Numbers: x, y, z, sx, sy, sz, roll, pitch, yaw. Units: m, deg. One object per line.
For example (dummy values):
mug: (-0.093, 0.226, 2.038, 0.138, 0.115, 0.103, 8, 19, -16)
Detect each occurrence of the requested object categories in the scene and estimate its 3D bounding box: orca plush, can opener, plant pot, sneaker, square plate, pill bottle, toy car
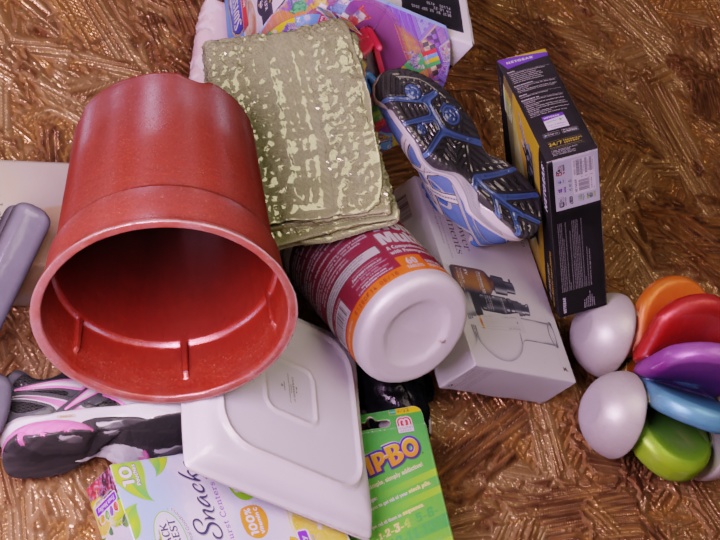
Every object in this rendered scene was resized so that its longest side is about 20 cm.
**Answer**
orca plush: (0.035, 0.067, 1.758, 0.105, 0.071, 0.201, 18, 51, -24)
can opener: (-0.279, 0.049, 1.507, 0.067, 0.053, 0.201, 28, 76, -20)
plant pot: (-0.153, -0.035, 1.530, 0.199, 0.201, 0.196, 19, 41, -24)
sneaker: (-0.201, 0.105, 1.565, 0.199, 0.080, 0.087, 3, 48, -40)
square plate: (-0.065, 0.104, 1.614, 0.197, 0.028, 0.201, 27, 41, -35)
sneaker: (0.074, -0.095, 1.779, 0.200, 0.077, 0.076, 50, 51, -11)
pill bottle: (0.000, 0.000, 1.708, 0.109, 0.110, 0.200, 1, 31, -34)
toy car: (0.304, 0.097, 1.874, 0.174, 0.150, 0.201, 17, 51, -25)

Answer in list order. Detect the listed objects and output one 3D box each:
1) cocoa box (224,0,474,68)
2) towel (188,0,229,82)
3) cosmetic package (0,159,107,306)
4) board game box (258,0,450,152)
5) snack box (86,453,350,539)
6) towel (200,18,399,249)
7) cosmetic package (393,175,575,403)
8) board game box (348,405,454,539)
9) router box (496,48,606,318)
cocoa box: (-0.015, -0.251, 1.858, 0.199, 0.131, 0.134, 12, 55, -29)
towel: (-0.079, -0.144, 1.854, 0.190, 0.032, 0.201, 23, 49, -22)
cosmetic package: (-0.314, -0.030, 1.579, 0.199, 0.071, 0.106, -2, 62, -36)
board game box: (-0.007, -0.169, 1.784, 0.199, 0.159, 0.039, 18, 26, -31)
snack box: (-0.104, 0.216, 1.569, 0.199, 0.053, 0.143, -4, 62, -39)
towel: (-0.056, -0.115, 1.677, 0.147, 0.037, 0.202, -10, 72, -11)
cosmetic package: (0.111, 0.019, 1.842, 0.150, 0.052, 0.201, 13, 52, -47)
board game box: (0.027, 0.214, 1.658, 0.095, 0.030, 0.201, -8, 65, -10)
router box: (0.181, -0.082, 1.858, 0.052, 0.201, 0.158, -15, 43, -5)
